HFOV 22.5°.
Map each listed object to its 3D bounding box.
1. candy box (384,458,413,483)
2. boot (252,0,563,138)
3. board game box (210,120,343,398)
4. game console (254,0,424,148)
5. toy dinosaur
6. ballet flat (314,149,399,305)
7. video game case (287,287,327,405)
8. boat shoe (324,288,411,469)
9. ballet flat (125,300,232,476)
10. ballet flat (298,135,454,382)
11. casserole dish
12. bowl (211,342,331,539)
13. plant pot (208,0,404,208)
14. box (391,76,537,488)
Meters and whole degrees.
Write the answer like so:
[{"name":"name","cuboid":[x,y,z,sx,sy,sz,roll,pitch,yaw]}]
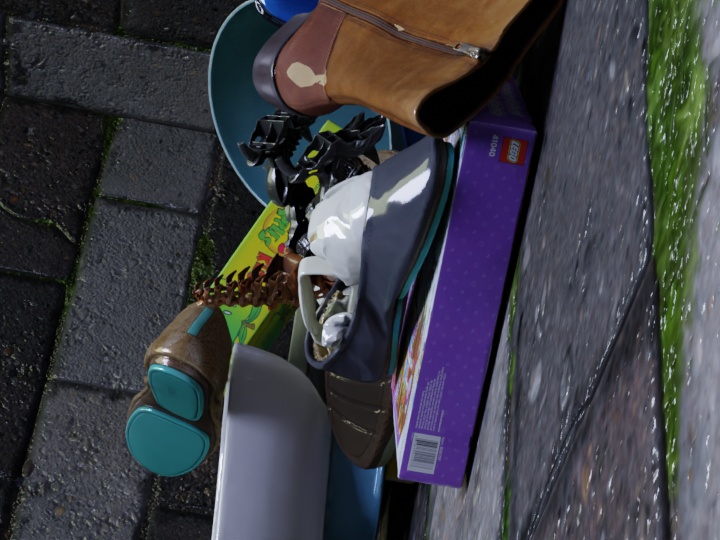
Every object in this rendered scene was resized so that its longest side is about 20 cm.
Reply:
[{"name":"candy box","cuboid":[0.037,0.046,1.266,0.102,0.026,0.202,152,127,-82]},{"name":"boot","cuboid":[0.041,-0.156,0.989,0.188,0.069,0.200,-45,25,-17]},{"name":"board game box","cuboid":[-0.060,-0.005,1.339,0.201,0.047,0.102,-55,-8,-10]},{"name":"game console","cuboid":[0.012,-0.196,1.244,0.118,0.170,0.201,-44,25,58]},{"name":"toy dinosaur","cuboid":[-0.014,-0.031,1.144,0.200,0.102,0.137,-45,-50,-46]},{"name":"ballet flat","cuboid":[0.000,0.000,1.240,0.071,0.065,0.201,113,163,-50]},{"name":"video game case","cuboid":[-0.024,0.133,1.444,0.201,0.017,0.144,70,-161,-43]},{"name":"boat shoe","cuboid":[0.030,0.032,1.129,0.072,0.076,0.201,36,129,38]},{"name":"ballet flat","cuboid":[-0.115,0.075,1.209,0.200,0.067,0.073,106,-171,-63]},{"name":"ballet flat","cuboid":[0.001,-0.003,0.992,0.201,0.072,0.073,105,174,-54]},{"name":"casserole dish","cuboid":[-0.011,0.142,1.284,0.200,0.038,0.122,112,164,-75]},{"name":"bowl","cuboid":[-0.066,0.170,1.238,0.200,0.074,0.201,107,168,-62]},{"name":"plant pot","cuboid":[-0.010,-0.149,1.511,0.134,0.200,0.201,-29,-37,-42]},{"name":"box","cuboid":[0.054,0.000,1.001,0.137,0.039,0.201,-93,13,-72]}]
